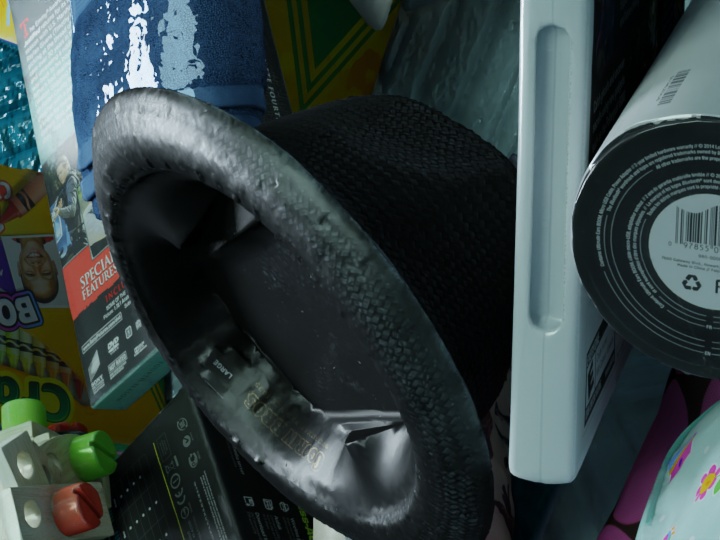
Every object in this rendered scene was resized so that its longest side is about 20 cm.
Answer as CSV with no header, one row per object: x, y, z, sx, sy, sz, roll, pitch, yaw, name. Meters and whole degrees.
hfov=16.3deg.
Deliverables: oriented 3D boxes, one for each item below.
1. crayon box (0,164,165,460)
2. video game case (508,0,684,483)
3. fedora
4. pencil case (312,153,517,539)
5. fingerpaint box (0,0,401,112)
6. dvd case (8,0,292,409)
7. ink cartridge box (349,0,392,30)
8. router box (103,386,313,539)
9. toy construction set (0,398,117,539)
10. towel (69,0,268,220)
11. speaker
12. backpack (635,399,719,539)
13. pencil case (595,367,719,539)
-0.178,0.015,1.050,0.058,0.200,0.119,-26,61,43,crayon box
0.075,-0.058,0.769,0.023,0.200,0.182,6,111,14,video game case
0.000,0.000,0.806,0.092,0.201,0.200,-37,36,-22,fedora
0.022,0.052,0.911,0.078,0.089,0.200,-5,74,18,pencil case
-0.060,-0.152,1.062,0.200,0.073,0.167,22,95,49,fingerpaint box
-0.082,-0.066,0.984,0.146,0.022,0.200,-41,56,42,dvd case
0.017,-0.183,0.884,0.117,0.067,0.200,53,157,11,ink cartridge box
-0.060,0.168,0.980,0.150,0.062,0.200,-45,50,31,router box
-0.171,0.089,0.964,0.200,0.131,0.092,-4,69,29,toy construction set
-0.077,-0.125,0.912,0.112,0.048,0.200,-24,68,61,towel
0.125,-0.053,0.729,0.081,0.081,0.200,-38,9,36,speaker
0.169,0.062,0.668,0.127,0.167,0.200,43,130,-4,backpack
0.116,0.074,0.795,0.094,0.091,0.200,-143,73,-74,pencil case
